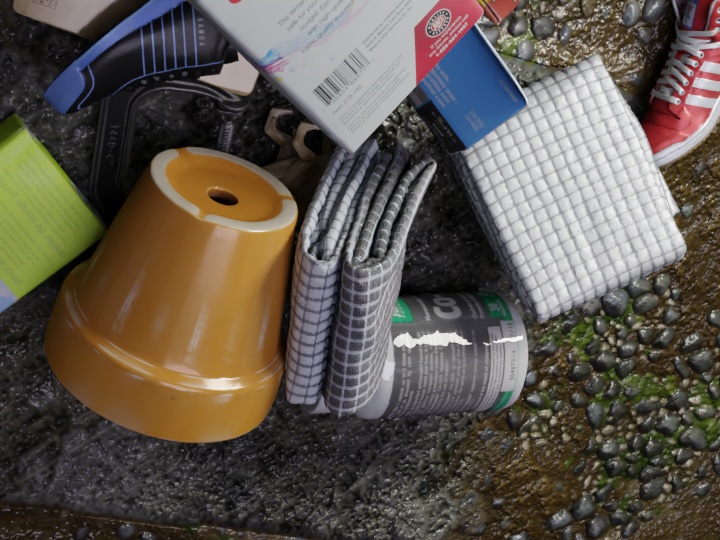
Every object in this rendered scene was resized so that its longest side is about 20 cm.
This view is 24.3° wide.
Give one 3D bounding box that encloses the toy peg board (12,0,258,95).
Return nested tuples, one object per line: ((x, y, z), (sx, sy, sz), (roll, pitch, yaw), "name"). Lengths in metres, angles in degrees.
((-0.149, -0.273, 1.332), (0.199, 0.098, 0.200), (19, 105, -12), "toy peg board")

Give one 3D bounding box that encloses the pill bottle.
((0.044, 0.079, 1.544), (0.200, 0.113, 0.113), (-2, 114, -22), "pill bottle")

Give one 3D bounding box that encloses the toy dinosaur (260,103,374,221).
((-0.057, -0.089, 1.459), (0.200, 0.058, 0.101), (-4, 115, -21), "toy dinosaur")

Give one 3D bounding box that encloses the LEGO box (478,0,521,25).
((0.101, -0.333, 1.400), (0.149, 0.077, 0.200), (-43, 122, 0), "LEGO box")

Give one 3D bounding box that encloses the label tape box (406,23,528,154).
((0.062, -0.170, 1.347), (0.066, 0.200, 0.143), (-37, 93, 1), "label tape box")

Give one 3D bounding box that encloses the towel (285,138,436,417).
((0.000, 0.000, 1.406), (0.085, 0.200, 0.166), (12, 130, 8), "towel")

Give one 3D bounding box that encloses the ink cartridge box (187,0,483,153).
((-0.043, -0.213, 1.161), (0.145, 0.145, 0.200), (-46, 139, 1), "ink cartridge box")

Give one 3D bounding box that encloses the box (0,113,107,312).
((-0.326, -0.021, 1.385), (0.200, 0.048, 0.122), (-37, 120, -3), "box")

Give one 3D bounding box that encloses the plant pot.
((-0.139, 0.008, 1.367), (0.200, 0.200, 0.183), (8, 121, -25), "plant pot")

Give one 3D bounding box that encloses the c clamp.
((-0.143, -0.092, 1.412), (0.171, 0.027, 0.200), (4, 131, -5), "c clamp")

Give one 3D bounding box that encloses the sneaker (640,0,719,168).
((0.305, -0.193, 1.551), (0.200, 0.071, 0.112), (-47, 126, -6), "sneaker")

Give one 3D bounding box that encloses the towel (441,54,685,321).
((0.183, -0.071, 1.509), (0.165, 0.086, 0.200), (-26, 91, -10), "towel")

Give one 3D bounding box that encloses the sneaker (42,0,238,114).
((-0.147, -0.170, 1.279), (0.200, 0.070, 0.078), (-36, 102, 5), "sneaker")
